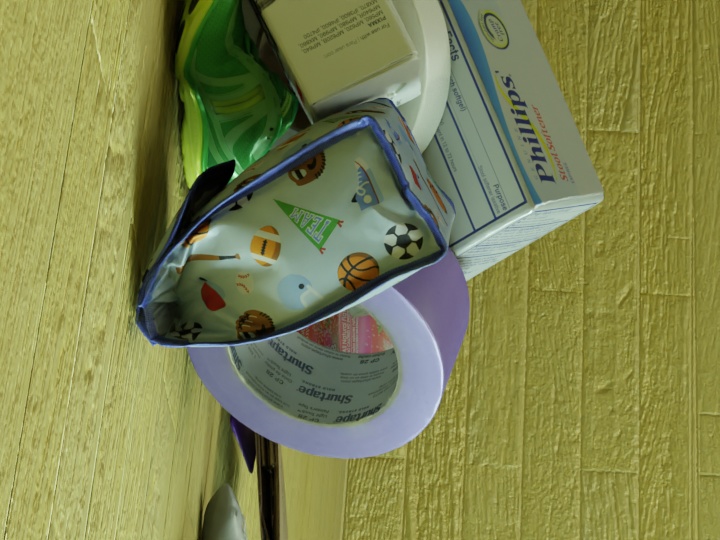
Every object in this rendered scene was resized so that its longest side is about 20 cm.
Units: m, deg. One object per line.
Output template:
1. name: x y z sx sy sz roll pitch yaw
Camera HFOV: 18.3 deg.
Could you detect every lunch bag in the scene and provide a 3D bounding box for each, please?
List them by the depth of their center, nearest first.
1. lunch bag: -0.050 -0.023 1.455 0.124 0.199 0.170 59 10 -4

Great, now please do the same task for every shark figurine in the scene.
1. shark figurine: -0.086 0.291 1.777 0.089 0.215 0.128 -11 141 -48

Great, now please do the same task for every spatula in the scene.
1. spatula: -0.104 0.084 1.957 0.057 0.020 0.201 -83 174 -58

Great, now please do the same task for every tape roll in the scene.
1. tape roll: -0.024 0.037 1.653 0.085 0.199 0.201 -66 162 -49
2. tape roll: -0.025 -0.156 1.659 0.037 0.202 0.204 -14 109 -55

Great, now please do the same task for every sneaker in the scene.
1. sneaker: -0.084 -0.132 1.548 0.201 0.083 0.074 88 6 -48

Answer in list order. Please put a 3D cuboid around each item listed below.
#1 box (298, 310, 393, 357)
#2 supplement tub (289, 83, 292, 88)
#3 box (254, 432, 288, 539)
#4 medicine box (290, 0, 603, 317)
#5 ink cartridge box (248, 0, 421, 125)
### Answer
1. box: 0.000 0.000 1.827 0.103 0.094 0.201 -35 -130 54
2. supplement tub: -0.027 -0.209 1.785 0.200 0.122 0.123 128 -27 -53
3. box: -0.077 0.211 1.977 0.200 0.021 0.165 90 -4 -63
4. medicine box: 0.055 -0.090 1.701 0.103 0.200 0.183 -8 72 -52
5. ink cartridge box: -0.038 -0.202 1.537 0.201 0.083 0.144 62 -1 7
